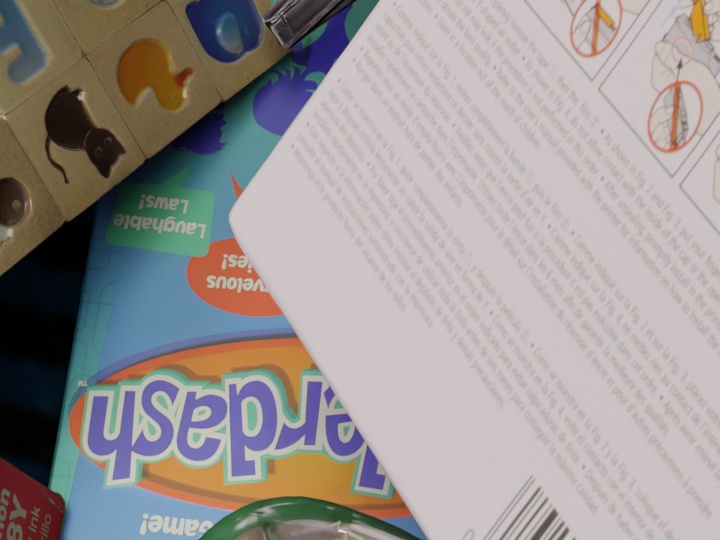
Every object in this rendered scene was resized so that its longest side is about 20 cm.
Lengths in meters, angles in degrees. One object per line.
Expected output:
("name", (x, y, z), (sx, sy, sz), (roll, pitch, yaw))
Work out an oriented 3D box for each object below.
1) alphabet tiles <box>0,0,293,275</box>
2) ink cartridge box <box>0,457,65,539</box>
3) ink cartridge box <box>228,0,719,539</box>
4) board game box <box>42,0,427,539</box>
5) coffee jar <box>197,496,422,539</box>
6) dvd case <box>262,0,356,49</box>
("alphabet tiles", (-0.098, -0.099, 0.771), (0.200, 0.008, 0.167), (-41, 109, -39))
("ink cartridge box", (-0.186, 0.058, 0.725), (0.145, 0.200, 0.083), (2, 69, 26))
("ink cartridge box", (0.066, -0.015, 0.633), (0.174, 0.044, 0.200), (-53, 42, 18))
("board game box", (0.000, 0.000, 0.834), (0.152, 0.045, 0.200), (5, 71, 5))
("coffee jar", (-0.032, 0.120, 0.712), (0.085, 0.200, 0.104), (27, 73, -5))
("dvd case", (0.073, -0.140, 0.797), (0.200, 0.149, 0.016), (-38, 91, -31))
